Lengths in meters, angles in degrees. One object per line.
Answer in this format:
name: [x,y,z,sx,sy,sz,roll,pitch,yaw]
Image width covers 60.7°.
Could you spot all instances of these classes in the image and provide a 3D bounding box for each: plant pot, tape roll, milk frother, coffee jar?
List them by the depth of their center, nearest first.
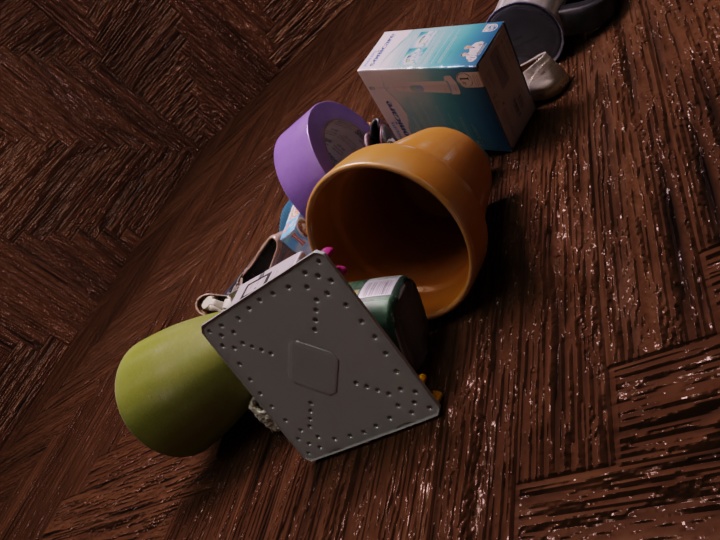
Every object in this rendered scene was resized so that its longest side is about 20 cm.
coffee jar: [-0.031,0.063,0.687,0.199,0.105,0.085,-4,35,28]
plant pot: [0.066,-0.075,0.720,0.200,0.200,0.183,-25,19,43]
plant pot: [-0.205,0.136,0.855,0.200,0.187,0.187,-34,28,33]
milk frother: [0.258,-0.430,0.875,0.180,0.200,0.189,-13,43,47]
tape roll: [-0.035,-0.162,0.985,0.085,0.200,0.200,-29,31,36]

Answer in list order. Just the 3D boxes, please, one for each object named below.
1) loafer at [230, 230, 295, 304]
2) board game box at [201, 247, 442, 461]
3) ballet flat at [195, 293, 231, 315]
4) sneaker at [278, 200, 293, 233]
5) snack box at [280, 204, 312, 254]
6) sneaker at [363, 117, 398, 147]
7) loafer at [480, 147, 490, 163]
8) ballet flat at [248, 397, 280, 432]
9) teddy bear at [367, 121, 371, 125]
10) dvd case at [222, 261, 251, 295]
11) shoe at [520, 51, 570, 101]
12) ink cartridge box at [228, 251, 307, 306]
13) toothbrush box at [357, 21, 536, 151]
loafer: [-0.168,0.016,0.990,0.200,0.072,0.063,-55,-21,18]
board game box: [-0.045,0.095,0.641,0.200,0.200,0.026,-30,11,35]
ballet flat: [-0.230,0.072,1.094,0.200,0.067,0.068,-1,60,43]
sneaker: [-0.104,-0.024,1.063,0.076,0.081,0.201,-7,67,54]
snack box: [-0.058,-0.085,1.013,0.037,0.116,0.200,-33,30,33]
sneaker: [0.072,-0.222,0.989,0.076,0.115,0.200,-20,38,48]
loafer: [0.090,-0.120,0.858,0.200,0.075,0.070,-29,31,32]
ballet flat: [-0.067,0.148,0.755,0.200,0.072,0.072,-32,29,32]
teddy bear: [-0.053,-0.229,1.212,0.200,0.145,0.067,-45,58,23]
dvd case: [-0.242,0.069,1.217,0.150,0.025,0.200,-48,25,3]
shoe: [0.212,-0.268,0.891,0.070,0.053,0.200,-57,25,-17]
ink cartridge box: [-0.115,0.061,0.899,0.200,0.116,0.068,-26,32,44]
toothbrush box: [0.117,-0.249,0.846,0.200,0.146,0.085,13,63,42]
